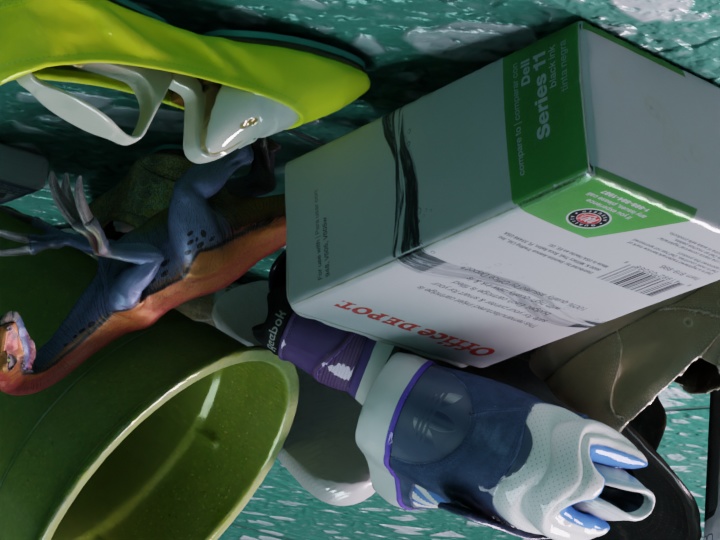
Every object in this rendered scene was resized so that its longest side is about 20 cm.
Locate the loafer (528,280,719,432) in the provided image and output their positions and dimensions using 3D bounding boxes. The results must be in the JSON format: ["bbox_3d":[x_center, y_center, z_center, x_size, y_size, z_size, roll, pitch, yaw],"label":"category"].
[{"bbox_3d":[0.184,0.029,1.374,0.200,0.067,0.076,-25,174,-15],"label":"loafer"}]

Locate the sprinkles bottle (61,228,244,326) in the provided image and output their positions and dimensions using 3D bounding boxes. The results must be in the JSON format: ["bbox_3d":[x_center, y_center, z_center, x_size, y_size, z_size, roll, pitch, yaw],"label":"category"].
[{"bbox_3d":[-0.118,0.029,1.660,0.200,0.068,0.068,19,161,-40],"label":"sprinkles bottle"}]

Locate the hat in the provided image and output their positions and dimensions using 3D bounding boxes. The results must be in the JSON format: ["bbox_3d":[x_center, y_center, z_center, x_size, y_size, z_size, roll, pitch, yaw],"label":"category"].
[{"bbox_3d":[0.119,0.085,1.482,0.200,0.081,0.201,25,146,19],"label":"hat"}]

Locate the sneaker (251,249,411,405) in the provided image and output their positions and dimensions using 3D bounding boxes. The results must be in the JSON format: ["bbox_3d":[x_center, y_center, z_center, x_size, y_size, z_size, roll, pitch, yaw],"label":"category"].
[{"bbox_3d":[0.000,0.000,1.407,0.088,0.076,0.200,23,-157,5],"label":"sneaker"}]

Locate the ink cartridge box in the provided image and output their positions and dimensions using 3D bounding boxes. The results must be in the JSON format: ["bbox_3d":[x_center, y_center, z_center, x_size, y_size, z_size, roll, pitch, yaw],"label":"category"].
[{"bbox_3d":[0.079,-0.030,1.251,0.200,0.083,0.147,-23,150,39],"label":"ink cartridge box"}]

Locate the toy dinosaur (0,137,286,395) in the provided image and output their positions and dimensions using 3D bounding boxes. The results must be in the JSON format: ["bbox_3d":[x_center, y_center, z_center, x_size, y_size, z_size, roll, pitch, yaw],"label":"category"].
[{"bbox_3d":[-0.105,-0.002,1.306,0.200,0.182,0.105,26,172,7],"label":"toy dinosaur"}]

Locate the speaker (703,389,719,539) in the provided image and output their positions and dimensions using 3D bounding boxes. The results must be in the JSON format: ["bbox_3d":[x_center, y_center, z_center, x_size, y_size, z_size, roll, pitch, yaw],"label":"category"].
[{"bbox_3d":[0.237,0.085,1.457,0.081,0.200,0.081,4,165,1],"label":"speaker"}]

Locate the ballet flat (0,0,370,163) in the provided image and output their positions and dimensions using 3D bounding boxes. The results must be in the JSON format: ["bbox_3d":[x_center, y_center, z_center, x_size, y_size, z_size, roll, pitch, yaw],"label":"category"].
[{"bbox_3d":[-0.088,-0.087,1.205,0.200,0.067,0.067,14,163,-29],"label":"ballet flat"}]

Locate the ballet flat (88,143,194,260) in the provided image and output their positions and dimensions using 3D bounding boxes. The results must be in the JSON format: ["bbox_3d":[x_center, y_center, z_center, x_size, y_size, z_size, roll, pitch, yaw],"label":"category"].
[{"bbox_3d":[-0.125,-0.018,1.487,0.071,0.071,0.200,10,165,-13],"label":"ballet flat"}]

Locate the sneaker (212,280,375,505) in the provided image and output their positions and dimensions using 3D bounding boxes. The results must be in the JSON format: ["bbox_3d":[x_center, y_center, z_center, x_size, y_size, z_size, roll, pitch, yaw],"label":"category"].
[{"bbox_3d":[-0.028,0.090,1.537,0.075,0.200,0.089,-16,126,-13],"label":"sneaker"}]

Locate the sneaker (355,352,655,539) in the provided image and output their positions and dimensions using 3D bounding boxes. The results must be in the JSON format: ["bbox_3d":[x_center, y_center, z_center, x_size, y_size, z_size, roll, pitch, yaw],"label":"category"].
[{"bbox_3d":[0.084,0.108,1.351,0.146,0.081,0.200,24,172,15],"label":"sneaker"}]

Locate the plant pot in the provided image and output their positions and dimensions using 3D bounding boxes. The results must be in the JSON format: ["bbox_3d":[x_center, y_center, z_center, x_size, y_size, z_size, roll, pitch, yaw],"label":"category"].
[{"bbox_3d":[-0.170,0.065,1.418,0.190,0.200,0.200,40,178,22],"label":"plant pot"}]

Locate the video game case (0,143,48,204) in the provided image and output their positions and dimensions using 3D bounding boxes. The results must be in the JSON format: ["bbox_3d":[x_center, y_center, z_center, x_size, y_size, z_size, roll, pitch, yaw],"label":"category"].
[{"bbox_3d":[-0.307,-0.064,1.475,0.200,0.023,0.182,15,163,-32],"label":"video game case"}]
